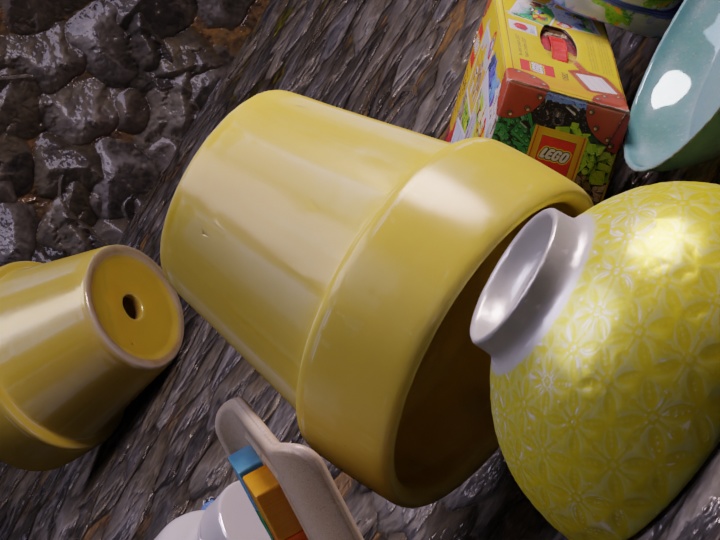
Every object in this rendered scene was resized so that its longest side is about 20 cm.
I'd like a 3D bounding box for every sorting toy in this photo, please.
[{"bbox_3d":[-0.022,0.165,1.619,0.036,0.186,0.200,-29,10,-10],"label":"sorting toy"}]

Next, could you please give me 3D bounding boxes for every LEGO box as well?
[{"bbox_3d":[0.100,-0.071,1.829,0.200,0.077,0.149,-91,17,-69],"label":"LEGO box"}]

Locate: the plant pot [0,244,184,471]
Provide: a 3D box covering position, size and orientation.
[{"bbox_3d":[-0.277,0.069,2.906,0.189,0.201,0.201,-29,29,36],"label":"plant pot"}]

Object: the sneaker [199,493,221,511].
[{"bbox_3d":[-0.103,0.213,2.110,0.200,0.079,0.089,-36,14,48],"label":"sneaker"}]

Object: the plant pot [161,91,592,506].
[{"bbox_3d":[0.000,0.000,1.663,0.201,0.189,0.201,-46,-26,-31],"label":"plant pot"}]

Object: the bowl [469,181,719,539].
[{"bbox_3d":[0.120,0.029,1.515,0.200,0.107,0.200,-55,13,19],"label":"bowl"}]

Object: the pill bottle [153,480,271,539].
[{"bbox_3d":[-0.106,0.227,1.958,0.200,0.112,0.112,-51,14,34],"label":"pill bottle"}]

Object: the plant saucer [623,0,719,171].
[{"bbox_3d":[0.218,-0.134,1.683,0.200,0.036,0.200,-56,12,17],"label":"plant saucer"}]

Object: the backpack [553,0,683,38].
[{"bbox_3d":[0.162,-0.228,1.903,0.154,0.163,0.200,-68,19,0],"label":"backpack"}]
